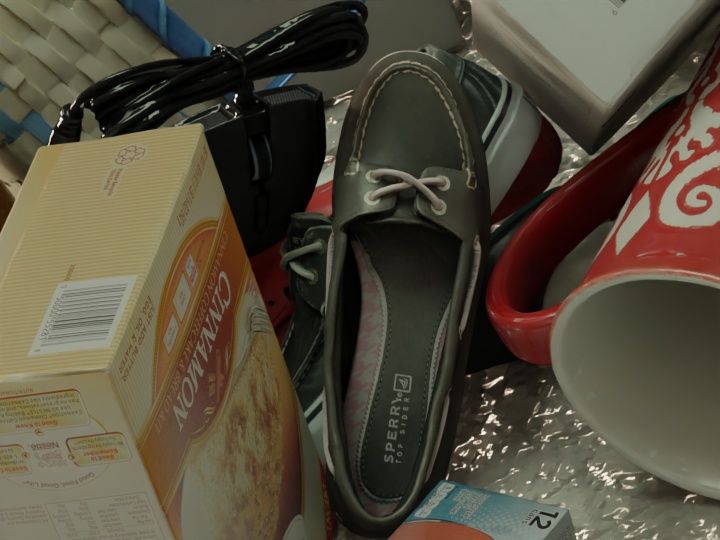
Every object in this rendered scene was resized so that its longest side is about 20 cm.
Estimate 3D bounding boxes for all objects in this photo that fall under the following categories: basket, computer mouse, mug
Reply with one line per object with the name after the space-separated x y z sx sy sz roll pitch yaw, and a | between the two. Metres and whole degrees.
-0.112 -0.124 1.400 0.200 0.176 0.139 -48 19 -8 | basket
-0.072 -0.036 1.249 0.140 0.200 0.046 -18 72 -23 | computer mouse
0.152 -0.031 1.201 0.177 0.134 0.200 18 54 14 | mug

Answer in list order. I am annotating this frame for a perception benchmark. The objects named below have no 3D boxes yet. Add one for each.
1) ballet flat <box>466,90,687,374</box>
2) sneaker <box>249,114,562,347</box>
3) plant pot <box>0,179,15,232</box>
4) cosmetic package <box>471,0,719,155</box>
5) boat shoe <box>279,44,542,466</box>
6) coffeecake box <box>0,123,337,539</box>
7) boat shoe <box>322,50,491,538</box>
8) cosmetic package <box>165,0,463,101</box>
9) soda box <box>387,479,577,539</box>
0.114 -0.016 1.307 0.068 0.068 0.200 24 52 36 | ballet flat
0.000 0.000 1.350 0.199 0.078 0.116 -21 39 20 | sneaker
-0.227 0.056 1.295 0.200 0.187 0.187 -31 32 6 | plant pot
0.109 -0.121 1.257 0.113 0.081 0.200 -47 -5 1 | cosmetic package
-0.002 -0.005 1.277 0.200 0.071 0.072 -60 18 -5 | boat shoe
-0.080 0.072 1.151 0.073 0.201 0.154 -7 35 17 | coffeecake box
0.018 0.010 1.212 0.067 0.201 0.057 5 0 -1 | boat shoe
-0.061 -0.136 1.533 0.199 0.108 0.085 -22 31 -8 | cosmetic package
0.008 0.165 1.088 0.063 0.069 0.200 10 42 37 | soda box
